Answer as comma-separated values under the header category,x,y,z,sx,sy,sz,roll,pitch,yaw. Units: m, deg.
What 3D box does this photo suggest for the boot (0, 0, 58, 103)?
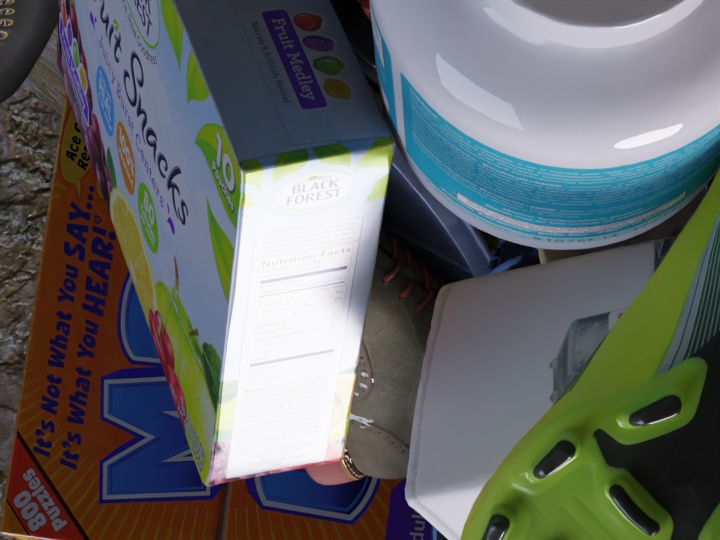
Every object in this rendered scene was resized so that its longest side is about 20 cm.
category,x,y,z,sx,sy,sz,roll,pitch,yaw
boot,-0.154,-0.111,1.167,0.077,0.139,0.200,42,-156,12

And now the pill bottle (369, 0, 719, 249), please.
category,x,y,z,sx,sy,sz,roll,pitch,yaw
pill bottle,0.057,-0.073,0.756,0.111,0.111,0.200,39,175,6

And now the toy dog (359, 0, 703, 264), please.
category,x,y,z,sx,sy,sz,roll,pitch,yaw
toy dog,0.059,-0.082,0.927,0.200,0.096,0.132,55,177,-2

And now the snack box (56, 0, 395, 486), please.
category,x,y,z,sx,sy,sz,roll,pitch,yaw
snack box,-0.049,-0.055,0.917,0.143,0.053,0.201,100,154,-45

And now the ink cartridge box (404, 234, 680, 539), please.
category,x,y,z,sx,sy,sz,roll,pitch,yaw
ink cartridge box,0.134,0.055,0.876,0.199,0.085,0.146,-11,142,33

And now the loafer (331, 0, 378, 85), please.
category,x,y,z,sx,sy,sz,roll,pitch,yaw
loafer,0.003,-0.116,1.048,0.200,0.068,0.070,44,-175,27

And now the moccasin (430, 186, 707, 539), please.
category,x,y,z,sx,sy,sz,roll,pitch,yaw
moccasin,0.075,0.023,0.995,0.080,0.201,0.068,12,177,15

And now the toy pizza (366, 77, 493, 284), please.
category,x,y,z,sx,sy,sz,roll,pitch,yaw
toy pizza,-0.013,-0.044,1.122,0.200,0.032,0.200,39,163,14

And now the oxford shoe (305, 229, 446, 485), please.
category,x,y,z,sx,sy,sz,roll,pitch,yaw
oxford shoe,0.000,0.000,1.068,0.074,0.071,0.201,-1,138,18

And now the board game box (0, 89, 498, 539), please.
category,x,y,z,sx,sy,sz,roll,pitch,yaw
board game box,-0.023,0.043,1.311,0.199,0.201,0.200,4,170,15

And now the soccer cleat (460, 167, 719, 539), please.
category,x,y,z,sx,sy,sz,roll,pitch,yaw
soccer cleat,0.100,0.020,0.791,0.065,0.200,0.084,36,-167,-9
